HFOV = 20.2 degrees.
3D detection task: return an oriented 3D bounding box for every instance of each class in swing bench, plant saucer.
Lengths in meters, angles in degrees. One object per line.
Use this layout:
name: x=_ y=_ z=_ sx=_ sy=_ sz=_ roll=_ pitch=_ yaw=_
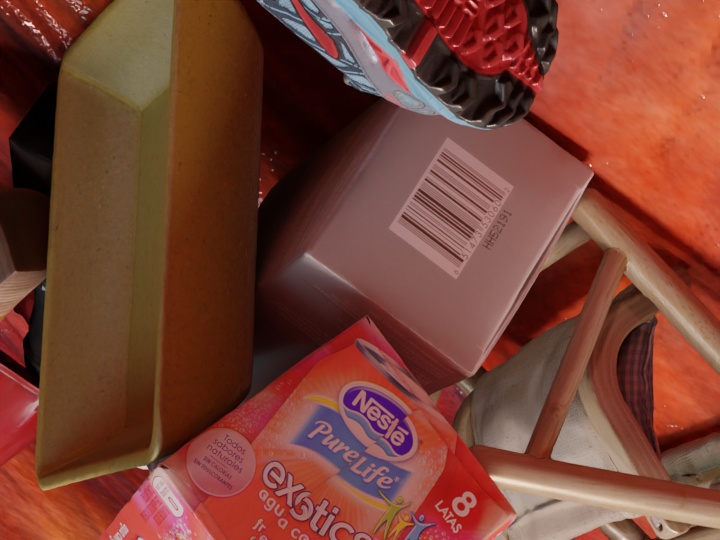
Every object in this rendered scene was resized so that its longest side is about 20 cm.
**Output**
swing bench: x=0.115 y=0.092 z=0.865 sx=0.199 sy=0.130 sz=0.199 roll=30 pitch=157 yaw=-11
plant saucer: x=-0.086 y=-0.013 z=0.835 sx=0.048 sy=0.202 sz=0.200 roll=6 pitch=169 yaw=-21

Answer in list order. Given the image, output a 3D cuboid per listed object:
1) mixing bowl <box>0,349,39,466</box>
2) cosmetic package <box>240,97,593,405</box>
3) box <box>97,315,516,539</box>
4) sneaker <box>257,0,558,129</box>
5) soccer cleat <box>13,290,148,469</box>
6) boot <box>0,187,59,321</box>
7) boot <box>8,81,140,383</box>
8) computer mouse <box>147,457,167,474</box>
mixing bowl: x=-0.270 y=0.061 z=1.114 sx=0.200 sy=0.109 sz=0.200 roll=35 pitch=174 yaw=5
cosmetic package: x=0.000 y=0.000 z=0.840 sx=0.090 sy=0.107 sz=0.200 roll=35 pitch=158 yaw=-7
box: x=-0.032 y=0.107 z=0.791 sx=0.095 sy=0.102 sz=0.200 roll=52 pitch=155 yaw=5
sneaker: x=-0.021 y=-0.116 z=0.665 sx=0.095 sy=0.080 sz=0.200 roll=9 pitch=149 yaw=46
soccer cleat: x=-0.132 y=0.061 z=1.185 sx=0.076 sy=0.067 sz=0.200 roll=10 pitch=147 yaw=31
boot: x=-0.244 y=0.017 z=0.914 sx=0.154 sy=0.074 sz=0.199 roll=-32 pitch=157 yaw=34
boot: x=-0.093 y=0.004 z=1.014 sx=0.164 sy=0.066 sz=0.201 roll=13 pitch=140 yaw=1
computer mouse: x=-0.061 y=0.144 z=1.229 sx=0.139 sy=0.046 sz=0.200 roll=6 pitch=154 yaw=3
